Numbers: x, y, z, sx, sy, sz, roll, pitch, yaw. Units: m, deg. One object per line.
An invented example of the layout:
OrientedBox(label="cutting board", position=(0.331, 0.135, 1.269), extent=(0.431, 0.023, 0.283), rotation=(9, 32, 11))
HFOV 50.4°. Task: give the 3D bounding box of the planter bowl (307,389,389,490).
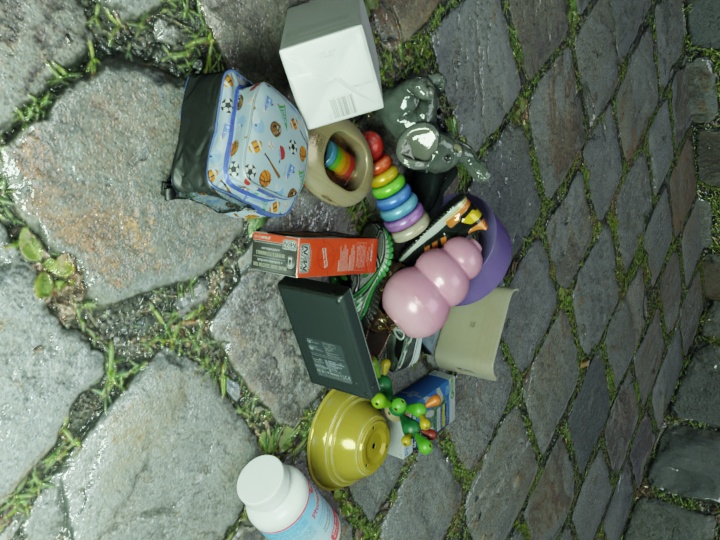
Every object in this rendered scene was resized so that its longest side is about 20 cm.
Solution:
OrientedBox(label="planter bowl", position=(-0.003, 0.309, 1.387), extent=(0.199, 0.082, 0.205), rotation=(-14, 108, -51))

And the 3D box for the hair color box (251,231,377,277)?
OrientedBox(label="hair color box", position=(-0.069, -0.028, 1.216), extent=(0.198, 0.100, 0.063), rotation=(-5, 101, -53))

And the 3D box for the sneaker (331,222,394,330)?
OrientedBox(label="sneaker", position=(0.000, 0.000, 1.337), extent=(0.084, 0.078, 0.203), rotation=(29, 59, -23))

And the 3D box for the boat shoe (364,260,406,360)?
OrientedBox(label="boat shoe", position=(0.036, 0.080, 1.404), extent=(0.070, 0.070, 0.204), rotation=(16, 85, -42))

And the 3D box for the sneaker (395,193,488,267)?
OrientedBox(label="sneaker", position=(0.147, -0.047, 1.403), extent=(0.090, 0.200, 0.070), rotation=(41, 34, -7))

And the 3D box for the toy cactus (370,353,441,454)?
OrientedBox(label="toy cactus", position=(0.070, 0.238, 1.382), extent=(0.102, 0.200, 0.165), rotation=(-43, 169, -11))

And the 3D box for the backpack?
OrientedBox(label="backpack", position=(-0.154, -0.162, 1.045), extent=(0.190, 0.151, 0.204), rotation=(29, 70, -62))

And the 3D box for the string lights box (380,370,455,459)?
OrientedBox(label="string lights box", position=(0.120, 0.292, 1.570), extent=(0.199, 0.058, 0.105), rotation=(-23, 116, -49))

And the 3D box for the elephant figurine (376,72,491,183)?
OrientedBox(label="elephant figurine", position=(0.113, -0.228, 1.331), extent=(0.140, 0.153, 0.204), rotation=(-21, 98, -44))

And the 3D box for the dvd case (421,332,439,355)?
OrientedBox(label="dvd case", position=(0.148, 0.055, 1.595), extent=(0.143, 0.017, 0.203), rotation=(47, 60, -48))

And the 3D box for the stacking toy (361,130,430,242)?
OrientedBox(label="stacking toy", position=(0.045, -0.152, 1.357), extent=(0.086, 0.084, 0.202), rotation=(-47, 116, -37))

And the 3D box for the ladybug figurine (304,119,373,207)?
OrientedBox(label="ladybug figurine", position=(-0.053, -0.179, 1.231), extent=(0.199, 0.071, 0.138), rotation=(31, 72, -52))

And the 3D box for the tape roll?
OrientedBox(label="tape roll", position=(0.184, -0.041, 1.474), extent=(0.085, 0.197, 0.203), rotation=(40, 66, -50))

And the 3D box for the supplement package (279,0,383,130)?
OrientedBox(label="supplement package", position=(-0.039, -0.311, 1.110), extent=(0.202, 0.119, 0.121), rotation=(-91, 165, -56))

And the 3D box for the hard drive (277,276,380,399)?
OrientedBox(label="hard drive", position=(-0.051, 0.108, 1.235), extent=(0.033, 0.138, 0.203), rotation=(-42, 129, -38))

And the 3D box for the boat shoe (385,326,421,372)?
OrientedBox(label="boat shoe", position=(0.079, 0.104, 1.461), extent=(0.067, 0.073, 0.203), rotation=(-22, 134, -40))

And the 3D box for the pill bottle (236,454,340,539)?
OrientedBox(label="pill bottle", position=(-0.116, 0.383, 1.228), extent=(0.110, 0.107, 0.201), rotation=(-57, 138, -29))

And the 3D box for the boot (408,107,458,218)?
OrientedBox(label="boot", position=(0.111, -0.203, 1.451), extent=(0.199, 0.072, 0.164), rotation=(-55, 133, -30))

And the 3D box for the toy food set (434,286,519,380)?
OrientedBox(label="toy food set", position=(0.252, 0.124, 1.646), extent=(0.060, 0.141, 0.204), rotation=(32, 71, -50))

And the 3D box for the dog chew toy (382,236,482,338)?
OrientedBox(label="dog chew toy", position=(0.132, 0.021, 1.333), extent=(0.200, 0.124, 0.125), rotation=(-43, 135, -4))
